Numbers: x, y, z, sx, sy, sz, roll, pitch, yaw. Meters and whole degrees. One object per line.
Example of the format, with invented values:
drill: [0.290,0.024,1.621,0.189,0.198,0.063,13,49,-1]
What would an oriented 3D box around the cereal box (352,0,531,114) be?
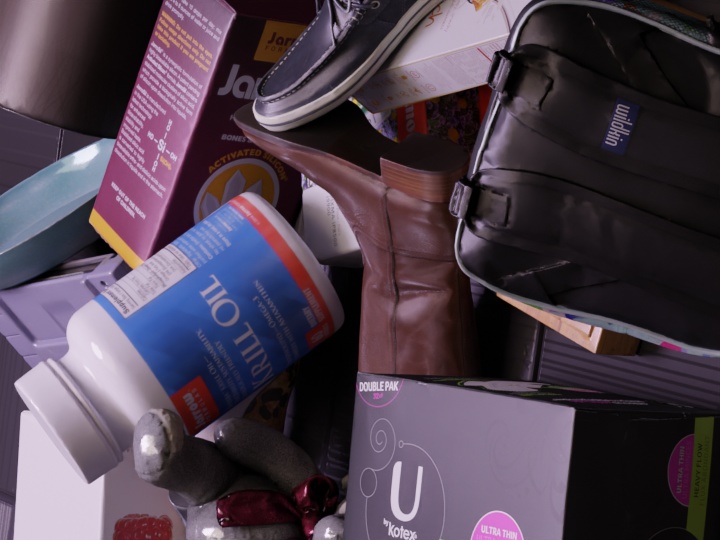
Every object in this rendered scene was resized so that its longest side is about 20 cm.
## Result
cereal box: [0.084,-0.174,1.575,0.200,0.040,0.144,-12,44,52]

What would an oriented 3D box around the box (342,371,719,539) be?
box: [0.097,0.140,1.506,0.200,0.124,0.149,6,91,54]

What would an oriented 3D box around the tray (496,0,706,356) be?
tray: [0.146,-0.061,1.536,0.099,0.037,0.200,31,110,50]

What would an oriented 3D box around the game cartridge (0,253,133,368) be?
game cartridge: [-0.188,0.050,1.903,0.200,0.038,0.130,-9,121,52]

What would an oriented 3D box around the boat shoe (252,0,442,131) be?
boat shoe: [0.002,-0.165,1.576,0.200,0.062,0.075,-44,28,14]

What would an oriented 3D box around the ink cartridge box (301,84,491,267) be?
ink cartridge box: [0.038,-0.073,1.666,0.200,0.050,0.109,-16,73,52]

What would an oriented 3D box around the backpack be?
backpack: [0.166,-0.051,1.400,0.200,0.151,0.178,19,106,12]

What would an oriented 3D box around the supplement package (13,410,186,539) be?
supplement package: [-0.165,0.201,1.846,0.120,0.121,0.200,0,87,53]

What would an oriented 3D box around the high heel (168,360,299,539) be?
high heel: [-0.076,0.111,1.806,0.071,0.143,0.200,11,61,19]

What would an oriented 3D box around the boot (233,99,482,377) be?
boot: [0.000,0.000,1.638,0.186,0.064,0.200,24,131,39]

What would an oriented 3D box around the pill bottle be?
pill bottle: [-0.119,0.048,1.702,0.200,0.112,0.112,-37,43,-10]

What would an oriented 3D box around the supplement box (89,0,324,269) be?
supplement box: [-0.093,-0.097,1.793,0.086,0.110,0.200,43,120,45]

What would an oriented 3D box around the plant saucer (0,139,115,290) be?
plant saucer: [-0.228,-0.038,1.937,0.200,0.200,0.036,-10,116,52]

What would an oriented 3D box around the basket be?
basket: [-0.202,-0.215,1.933,0.180,0.136,0.200,-124,51,-73]

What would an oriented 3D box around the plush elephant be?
plush elephant: [-0.031,0.172,1.655,0.155,0.200,0.165,-7,79,30]
